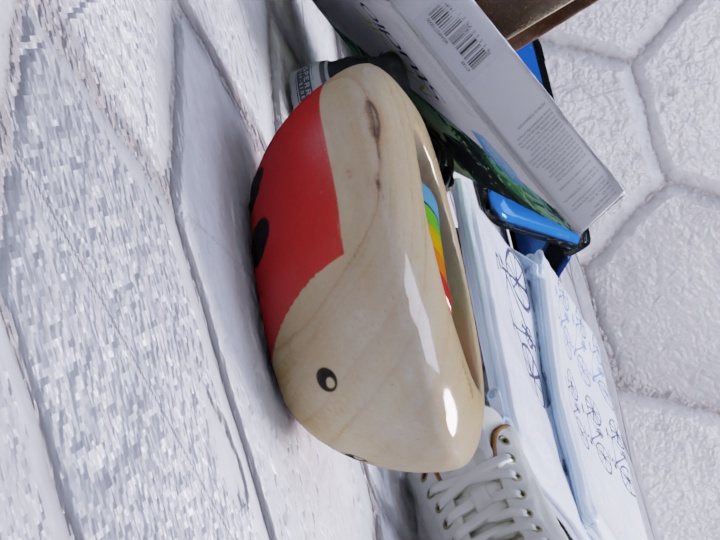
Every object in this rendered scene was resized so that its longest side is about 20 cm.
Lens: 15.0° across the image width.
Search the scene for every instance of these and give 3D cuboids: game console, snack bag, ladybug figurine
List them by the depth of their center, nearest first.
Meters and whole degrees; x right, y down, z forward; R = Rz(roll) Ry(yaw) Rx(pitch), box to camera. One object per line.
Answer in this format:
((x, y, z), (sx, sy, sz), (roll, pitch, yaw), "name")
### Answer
((0.000, 0.000, 1.069), (0.200, 0.072, 0.136), (-95, 168, -54), "ladybug figurine")
((0.103, 0.063, 1.451), (0.200, 0.021, 0.189), (51, 23, -47), "snack bag")
((0.107, -0.089, 2.245), (0.170, 0.118, 0.201), (15, 52, -44), "game console")

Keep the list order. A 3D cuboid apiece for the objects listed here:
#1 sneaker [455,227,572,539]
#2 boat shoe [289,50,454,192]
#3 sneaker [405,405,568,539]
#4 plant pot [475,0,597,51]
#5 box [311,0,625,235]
((0.082, 0.067, 1.545), (0.090, 0.066, 0.201), (-41, 112, -79), "sneaker")
((0.017, -0.048, 1.348), (0.200, 0.056, 0.069), (57, 18, -65), "boat shoe")
((0.051, 0.113, 1.241), (0.200, 0.073, 0.085), (-120, -171, -74), "sneaker")
((0.047, -0.221, 1.583), (0.200, 0.187, 0.187), (59, 8, 0), "plant pot")
((0.041, -0.095, 1.317), (0.144, 0.036, 0.200), (50, -3, -18), "box")
